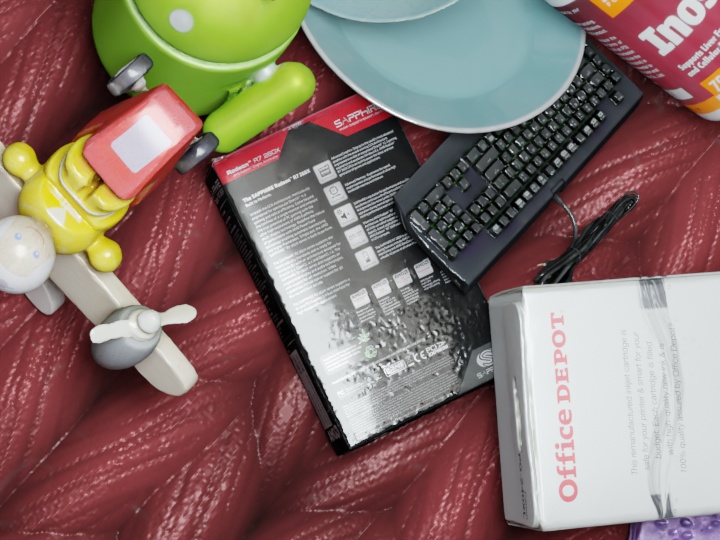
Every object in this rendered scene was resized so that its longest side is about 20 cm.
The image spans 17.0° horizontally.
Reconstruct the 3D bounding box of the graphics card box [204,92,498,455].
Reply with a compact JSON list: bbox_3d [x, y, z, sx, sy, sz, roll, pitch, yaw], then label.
[{"bbox_3d":[0.000,0.000,1.508,0.125,0.051,0.201,-26,84,-15],"label":"graphics card box"}]

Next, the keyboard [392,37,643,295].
[{"bbox_3d":[0.118,-0.058,1.529,0.127,0.021,0.200,46,61,-5],"label":"keyboard"}]

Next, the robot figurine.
[{"bbox_3d":[-0.095,-0.163,1.441,0.115,0.200,0.176,-31,87,-22],"label":"robot figurine"}]

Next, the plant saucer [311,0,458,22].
[{"bbox_3d":[0.025,-0.249,1.490,0.200,0.039,0.203,-2,84,21],"label":"plant saucer"}]

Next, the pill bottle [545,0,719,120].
[{"bbox_3d":[0.181,-0.192,1.521,0.199,0.113,0.113,33,76,-18],"label":"pill bottle"}]

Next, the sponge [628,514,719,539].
[{"bbox_3d":[0.234,0.146,1.535,0.111,0.030,0.201,18,77,-7],"label":"sponge"}]

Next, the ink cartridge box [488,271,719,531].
[{"bbox_3d":[0.184,0.077,1.470,0.198,0.083,0.146,-4,88,-13],"label":"ink cartridge box"}]

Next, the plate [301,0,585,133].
[{"bbox_3d":[0.047,-0.169,1.537,0.199,0.026,0.201,8,60,-15],"label":"plate"}]

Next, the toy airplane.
[{"bbox_3d":[-0.187,-0.028,1.404,0.199,0.200,0.141,13,33,17],"label":"toy airplane"}]
